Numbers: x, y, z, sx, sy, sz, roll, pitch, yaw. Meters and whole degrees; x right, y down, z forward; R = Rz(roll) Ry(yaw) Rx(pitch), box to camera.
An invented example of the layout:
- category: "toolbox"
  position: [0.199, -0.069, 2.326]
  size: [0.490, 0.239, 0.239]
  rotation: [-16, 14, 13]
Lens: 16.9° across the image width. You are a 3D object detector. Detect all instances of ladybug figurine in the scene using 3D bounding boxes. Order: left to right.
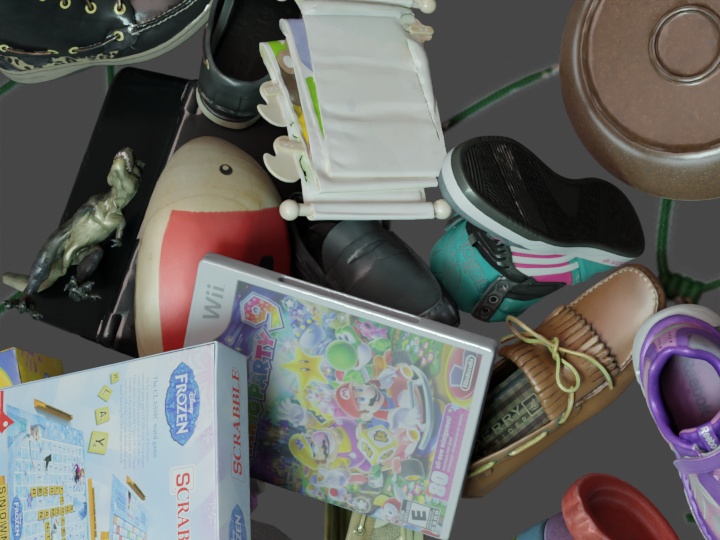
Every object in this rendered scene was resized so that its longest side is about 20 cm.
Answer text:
- category: "ladybug figurine"
  position: [-0.093, 0.012, 1.632]
  size: [0.072, 0.135, 0.202]
  rotation: [9, 103, 31]

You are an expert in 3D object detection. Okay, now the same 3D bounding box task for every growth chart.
- category: "growth chart"
  position: [-0.005, -0.116, 1.645]
  size: [0.018, 0.144, 0.201]
  rotation: [127, 144, -53]

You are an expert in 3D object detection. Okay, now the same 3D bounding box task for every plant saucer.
- category: "plant saucer"
  position: [0.224, -0.149, 1.624]
  size: [0.199, 0.034, 0.202]
  rotation: [-5, 77, 21]

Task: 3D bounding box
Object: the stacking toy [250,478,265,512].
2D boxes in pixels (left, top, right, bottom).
- category: "stacking toy"
  position: [-0.107, 0.145, 1.679]
  size: [0.199, 0.110, 0.117]
  rotation: [-16, 71, 4]

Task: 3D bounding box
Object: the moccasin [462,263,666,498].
- category: "moccasin"
  position: [0.119, 0.070, 1.599]
  size: [0.201, 0.078, 0.074]
  rotation: [-37, 68, 12]

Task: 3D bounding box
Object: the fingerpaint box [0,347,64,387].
- category: "fingerpaint box"
  position: [-0.283, 0.178, 1.748]
  size: [0.166, 0.073, 0.201]
  rotation: [-19, 73, 19]

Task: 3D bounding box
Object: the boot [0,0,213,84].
- category: "boot"
  position: [-0.213, -0.208, 1.750]
  size: [0.199, 0.151, 0.074]
  rotation: [-13, 65, 22]

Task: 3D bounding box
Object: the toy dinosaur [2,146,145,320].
- category: "toy dinosaur"
  position: [-0.209, -0.009, 1.720]
  size: [0.200, 0.047, 0.089]
  rotation: [-38, 26, 41]

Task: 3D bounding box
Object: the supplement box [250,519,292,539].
- category: "supplement box"
  position: [-0.098, 0.223, 1.591]
  size: [0.085, 0.200, 0.111]
  rotation: [34, 92, 27]

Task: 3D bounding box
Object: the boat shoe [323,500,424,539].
- category: "boat shoe"
  position: [-0.004, 0.115, 1.634]
  size: [0.073, 0.063, 0.202]
  rotation: [-25, 65, 52]

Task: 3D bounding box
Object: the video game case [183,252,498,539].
- category: "video game case"
  position: [-0.021, 0.082, 1.561]
  size: [0.199, 0.018, 0.144]
  rotation: [17, 115, 10]

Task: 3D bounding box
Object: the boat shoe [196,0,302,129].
- category: "boat shoe"
  position: [-0.064, -0.199, 1.709]
  size: [0.073, 0.063, 0.203]
  rotation: [19, 64, -3]

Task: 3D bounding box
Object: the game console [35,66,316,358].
- category: "game console"
  position: [-0.128, -0.031, 1.756]
  size: [0.175, 0.116, 0.201]
  rotation: [20, 88, -5]

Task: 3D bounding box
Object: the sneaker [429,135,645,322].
- category: "sneaker"
  position: [0.085, -0.024, 1.577]
  size: [0.120, 0.199, 0.084]
  rotation: [-29, 61, 31]

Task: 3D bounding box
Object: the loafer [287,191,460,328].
- category: "loafer"
  position: [0.000, 0.000, 1.618]
  size: [0.068, 0.071, 0.200]
  rotation: [-32, 30, -15]

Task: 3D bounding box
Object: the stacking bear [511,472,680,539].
- category: "stacking bear"
  position: [0.111, 0.230, 1.556]
  size: [0.200, 0.114, 0.122]
  rotation: [-39, 87, 23]

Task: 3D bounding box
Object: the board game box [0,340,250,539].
- category: "board game box"
  position: [-0.161, 0.160, 1.499]
  size: [0.198, 0.041, 0.202]
  rotation: [-12, 68, 26]

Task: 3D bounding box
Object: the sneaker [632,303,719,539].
- category: "sneaker"
  position: [0.231, 0.117, 1.524]
  size: [0.080, 0.088, 0.201]
  rotation: [-29, 86, 9]
